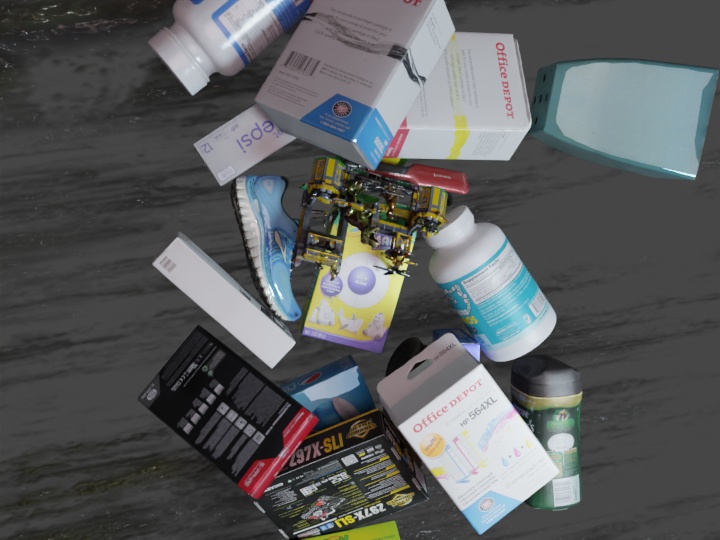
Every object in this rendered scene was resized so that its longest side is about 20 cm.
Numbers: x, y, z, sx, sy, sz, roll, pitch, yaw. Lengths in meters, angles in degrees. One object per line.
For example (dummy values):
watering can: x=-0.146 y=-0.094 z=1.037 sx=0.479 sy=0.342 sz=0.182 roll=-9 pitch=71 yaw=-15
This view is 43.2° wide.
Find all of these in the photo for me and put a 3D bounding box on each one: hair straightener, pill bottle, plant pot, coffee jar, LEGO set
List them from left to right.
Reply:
pill bottle: x=-0.154 y=-0.307 z=1.098 sx=0.200 sy=0.112 sz=0.112 roll=-40 pitch=103 yaw=-2
LEGO set: x=0.004 y=-0.044 z=1.099 sx=0.200 sy=0.154 sz=0.116 roll=16 pitch=72 yaw=-20
hair straightener: x=0.040 y=-0.107 z=1.178 sx=0.200 sy=0.077 sz=0.041 roll=2 pitch=65 yaw=-30
pill bottle: x=0.165 y=0.014 z=1.207 sx=0.111 sy=0.111 sz=0.200 roll=-36 pitch=102 yaw=-4
coffee jar: x=0.256 y=0.220 z=1.259 sx=0.085 sy=0.104 sz=0.200 roll=-4 pitch=98 yaw=-13
plant pot: x=0.331 y=-0.206 z=1.193 sx=0.200 sy=0.141 sz=0.141 roll=9 pitch=97 yaw=-6

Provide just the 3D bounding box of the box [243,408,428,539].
box: x=-0.032 y=0.275 z=1.186 sx=0.200 sy=0.049 sz=0.160 roll=-24 pitch=131 yaw=9

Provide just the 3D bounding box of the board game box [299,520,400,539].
board game box: x=-0.047 y=0.401 z=1.232 sx=0.200 sy=0.048 sz=0.102 roll=-9 pitch=138 yaw=-9

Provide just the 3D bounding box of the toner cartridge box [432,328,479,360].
toner cartridge box: x=0.127 y=0.186 z=1.234 sx=0.043 sy=0.095 sz=0.200 roll=-1 pitch=98 yaw=-10

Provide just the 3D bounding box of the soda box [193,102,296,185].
soda box: x=-0.111 y=-0.185 z=1.146 sx=0.200 sy=0.068 sz=0.063 roll=-34 pitch=101 yaw=-5

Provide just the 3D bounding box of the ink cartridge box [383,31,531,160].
ink cartridge box: x=0.099 y=-0.219 z=1.145 sx=0.200 sy=0.083 sz=0.145 roll=0 pitch=68 yaw=-10

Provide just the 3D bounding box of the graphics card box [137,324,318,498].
graphics card box: x=-0.166 y=0.175 z=1.142 sx=0.200 sy=0.051 sz=0.125 roll=34 pitch=81 yaw=18

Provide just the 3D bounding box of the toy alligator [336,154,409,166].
toy alligator: x=0.038 y=-0.156 z=1.190 sx=0.200 sy=0.059 sz=0.054 roll=-2 pitch=141 yaw=-12

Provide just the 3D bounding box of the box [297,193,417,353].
box: x=0.000 y=0.000 z=1.207 sx=0.117 sy=0.048 sz=0.200 roll=14 pitch=94 yaw=-12

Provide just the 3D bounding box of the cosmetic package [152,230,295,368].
cosmetic package: x=-0.174 y=0.035 z=1.162 sx=0.200 sy=0.083 sz=0.051 roll=43 pitch=87 yaw=-14

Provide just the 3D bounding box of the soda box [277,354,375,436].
soda box: x=-0.086 y=0.188 z=1.210 sx=0.200 sy=0.064 sz=0.068 roll=-24 pitch=102 yaw=-6

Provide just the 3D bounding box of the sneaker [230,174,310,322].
sneaker: x=-0.102 y=-0.029 z=1.169 sx=0.090 sy=0.078 sz=0.200 roll=-15 pitch=102 yaw=-12

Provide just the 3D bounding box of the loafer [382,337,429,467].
loafer: x=0.069 y=0.185 z=1.241 sx=0.071 sy=0.073 sz=0.200 roll=7 pitch=107 yaw=-15

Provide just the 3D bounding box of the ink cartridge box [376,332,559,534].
ink cartridge box: x=0.123 y=0.192 z=1.122 sx=0.129 sy=0.125 sz=0.200 roll=-37 pitch=103 yaw=-2

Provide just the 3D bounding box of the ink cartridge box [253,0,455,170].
ink cartridge box: x=-0.004 y=-0.238 z=1.049 sx=0.145 sy=0.084 sz=0.200 roll=27 pitch=82 yaw=25
